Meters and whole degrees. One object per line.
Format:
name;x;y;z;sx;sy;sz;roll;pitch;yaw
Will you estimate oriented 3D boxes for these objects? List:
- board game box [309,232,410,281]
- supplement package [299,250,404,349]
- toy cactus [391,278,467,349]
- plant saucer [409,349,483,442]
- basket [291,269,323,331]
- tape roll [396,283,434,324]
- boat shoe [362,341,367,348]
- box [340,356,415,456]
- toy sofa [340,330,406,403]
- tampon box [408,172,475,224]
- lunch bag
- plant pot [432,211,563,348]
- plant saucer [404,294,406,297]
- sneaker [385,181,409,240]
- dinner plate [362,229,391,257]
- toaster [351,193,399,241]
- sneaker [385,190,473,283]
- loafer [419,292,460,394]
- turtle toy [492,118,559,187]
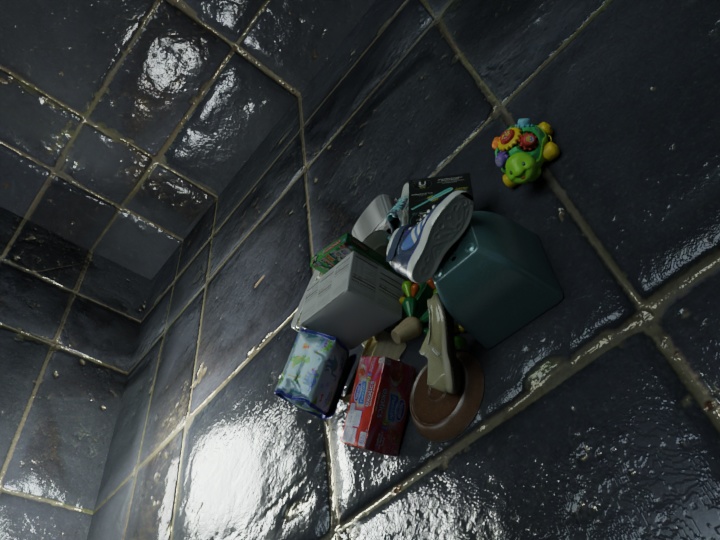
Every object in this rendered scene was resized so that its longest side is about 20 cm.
board game box;0.000;0.000;1.358;0.134;0.200;0.029;-31;38;39
supplement package;-0.019;0.076;1.344;0.200;0.155;0.111;-37;34;43
toy cactus;0.133;0.107;1.239;0.200;0.165;0.102;55;150;16
plant saucer;0.169;0.254;1.205;0.200;0.034;0.201;-37;37;34
basket;-0.081;0.102;1.627;0.123;0.135;0.201;2;65;55
tape roll;0.116;0.032;1.403;0.200;0.048;0.201;-38;35;33
boat shoe;0.022;0.136;1.533;0.062;0.072;0.201;88;174;-49
box;0.040;0.297;1.281;0.100;0.095;0.201;-12;60;55
toy sofa;0.028;0.242;1.401;0.083;0.097;0.201;140;154;-75
tampon box;0.190;-0.115;1.333;0.149;0.127;0.200;-5;38;9
lunch bag;-0.093;0.255;1.377;0.127;0.200;0.171;14;69;23
plant pot;0.244;-0.003;1.157;0.196;0.200;0.197;-40;34;28
plant saucer;0.160;0.005;1.446;0.200;0.037;0.200;-48;31;21
sneaker;0.114;-0.151;1.512;0.078;0.086;0.201;-32;47;54
dinner plate;0.041;-0.005;1.486;0.024;0.200;0.201;16;76;35
toaster;0.056;-0.108;1.631;0.200;0.113;0.129;-50;33;23
sneaker;0.121;-0.083;1.131;0.201;0.080;0.146;-60;33;9
loafer;0.151;0.145;1.147;0.068;0.076;0.201;-9;80;21
turtle toy;0.365;-0.266;1.313;0.146;0.101;0.201;-37;36;34
